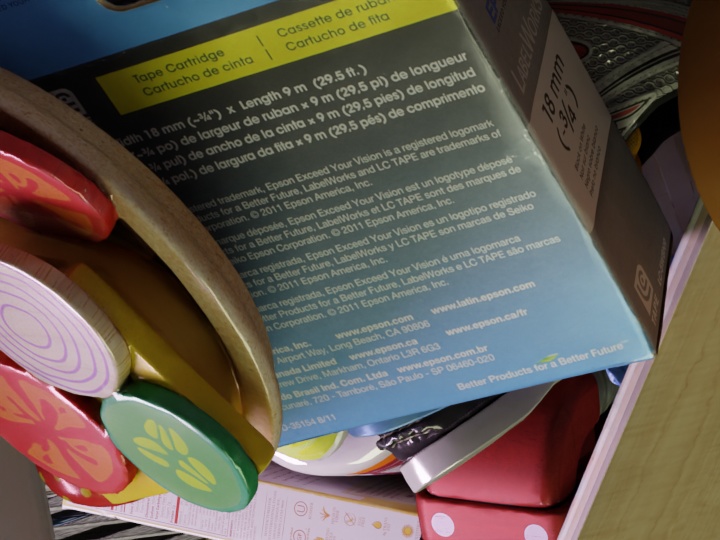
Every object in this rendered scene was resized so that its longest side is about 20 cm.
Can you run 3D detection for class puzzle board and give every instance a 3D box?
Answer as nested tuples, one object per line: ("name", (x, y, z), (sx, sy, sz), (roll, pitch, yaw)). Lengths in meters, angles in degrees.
("puzzle board", (0.143, 0.030, 0.991), (0.150, 0.017, 0.201), (-9, 133, -36))

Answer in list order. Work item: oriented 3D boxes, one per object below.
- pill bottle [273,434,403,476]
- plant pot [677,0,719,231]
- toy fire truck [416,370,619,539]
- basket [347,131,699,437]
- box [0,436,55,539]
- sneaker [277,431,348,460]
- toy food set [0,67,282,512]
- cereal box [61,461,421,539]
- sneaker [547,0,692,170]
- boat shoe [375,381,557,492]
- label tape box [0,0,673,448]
("pill bottle", (0.022, 0.043, 1.402), (0.109, 0.110, 0.200), (-15, 171, 23))
("plant pot", (0.196, -0.055, 0.835), (0.199, 0.202, 0.183), (-4, 180, -36))
("toy fire truck", (0.107, 0.045, 1.329), (0.128, 0.201, 0.176), (5, -157, 31))
("basket", (0.080, 0.000, 1.060), (0.199, 0.140, 0.176), (-20, -169, 2))
("box", (-0.215, 0.077, 1.050), (0.199, 0.200, 0.171), (-9, 170, -11))
("sneaker", (-0.069, 0.042, 1.226), (0.075, 0.077, 0.200), (13, 162, 33))
("toy food set", (-0.110, 0.004, 0.891), (0.049, 0.200, 0.198), (-53, -162, -28))
("cereal box", (-0.027, 0.112, 1.446), (0.199, 0.040, 0.144), (9, -174, 24))
("sneaker", (0.053, -0.058, 0.933), (0.199, 0.083, 0.078), (-12, 170, 9))
("boat shoe", (0.085, 0.013, 1.230), (0.200, 0.060, 0.074), (-35, 176, -9))
("label tape box", (-0.012, -0.047, 0.874), (0.144, 0.063, 0.200), (-14, 127, 26))
